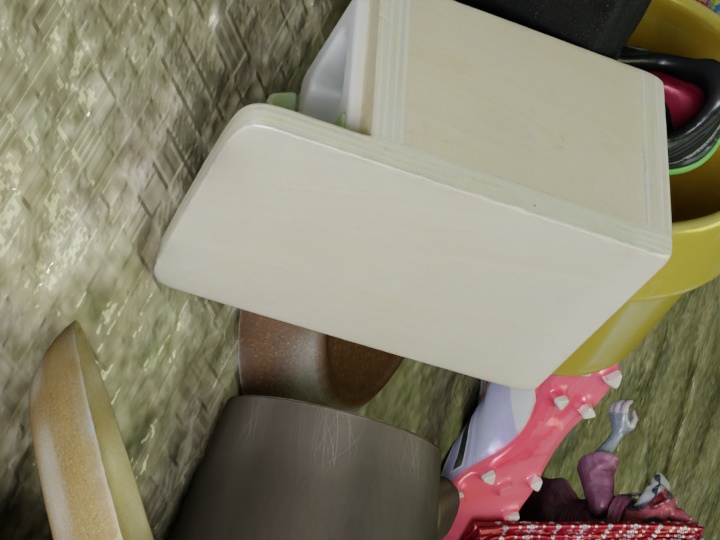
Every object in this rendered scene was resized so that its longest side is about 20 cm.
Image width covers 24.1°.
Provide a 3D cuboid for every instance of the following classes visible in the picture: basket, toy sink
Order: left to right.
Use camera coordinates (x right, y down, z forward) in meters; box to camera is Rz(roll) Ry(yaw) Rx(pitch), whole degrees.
[{"bbox_3d":[-0.034,0.173,0.819,0.136,0.178,0.202,108,-4,-76],"label":"basket"},{"bbox_3d":[0.022,-0.045,0.761,0.131,0.198,0.113,127,-27,-50],"label":"toy sink"}]

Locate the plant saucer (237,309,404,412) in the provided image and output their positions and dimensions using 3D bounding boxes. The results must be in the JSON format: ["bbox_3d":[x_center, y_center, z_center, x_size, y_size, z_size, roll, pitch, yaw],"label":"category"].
[{"bbox_3d":[0.000,0.000,0.915,0.200,0.036,0.202,-45,144,-46],"label":"plant saucer"}]

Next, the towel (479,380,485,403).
[{"bbox_3d":[0.122,0.068,1.229,0.147,0.024,0.202,-44,144,-49],"label":"towel"}]

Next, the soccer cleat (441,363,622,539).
[{"bbox_3d":[0.095,0.106,1.126,0.066,0.077,0.201,23,115,-34],"label":"soccer cleat"}]

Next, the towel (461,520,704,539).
[{"bbox_3d":[0.132,0.226,1.184,0.198,0.023,0.145,4,134,-27],"label":"towel"}]

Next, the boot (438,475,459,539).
[{"bbox_3d":[-0.002,0.216,1.034,0.146,0.070,0.202,-30,136,-46],"label":"boot"}]

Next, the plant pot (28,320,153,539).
[{"bbox_3d":[-0.095,0.120,0.660,0.200,0.027,0.202,163,-90,-83],"label":"plant pot"}]

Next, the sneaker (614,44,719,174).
[{"bbox_3d":[0.097,-0.087,0.862,0.084,0.197,0.078,111,-30,-70],"label":"sneaker"}]

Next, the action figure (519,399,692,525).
[{"bbox_3d":[0.166,0.194,1.265,0.148,0.135,0.200,-31,178,-31],"label":"action figure"}]

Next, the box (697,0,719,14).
[{"bbox_3d":[0.211,-0.188,1.180,0.199,0.095,0.101,-8,113,-64],"label":"box"}]

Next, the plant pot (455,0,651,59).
[{"bbox_3d":[0.078,-0.208,0.770,0.178,0.198,0.201,79,35,-63],"label":"plant pot"}]

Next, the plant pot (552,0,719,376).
[{"bbox_3d":[0.134,-0.042,1.015,0.201,0.199,0.190,-54,166,-36],"label":"plant pot"}]
